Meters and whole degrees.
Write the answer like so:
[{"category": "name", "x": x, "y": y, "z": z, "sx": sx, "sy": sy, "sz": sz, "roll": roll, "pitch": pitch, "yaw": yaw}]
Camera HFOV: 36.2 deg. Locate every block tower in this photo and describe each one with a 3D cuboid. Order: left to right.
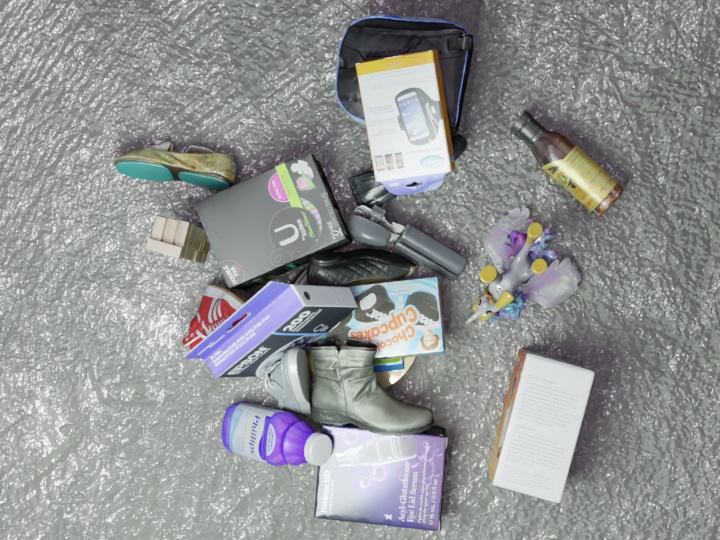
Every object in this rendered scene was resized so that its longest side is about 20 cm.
[{"category": "block tower", "x": -0.275, "y": -0.046, "z": 1.693, "sx": 0.054, "sy": 0.200, "sz": 0.058, "roll": 14, "pitch": 90, "yaw": 3}]

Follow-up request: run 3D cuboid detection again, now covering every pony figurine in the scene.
[{"category": "pony figurine", "x": 0.241, "y": -0.001, "z": 1.684, "sx": 0.193, "sy": 0.200, "sz": 0.167, "roll": -42, "pitch": 80, "yaw": -14}]

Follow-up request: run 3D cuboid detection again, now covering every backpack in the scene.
[{"category": "backpack", "x": 0.066, "y": -0.297, "z": 1.702, "sx": 0.198, "sy": 0.147, "sz": 0.185, "roll": 10, "pitch": 95, "yaw": 6}]

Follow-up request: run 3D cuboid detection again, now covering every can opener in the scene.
[{"category": "can opener", "x": 0.068, "y": -0.036, "z": 1.729, "sx": 0.199, "sy": 0.053, "sz": 0.067, "roll": 31, "pitch": 61, "yaw": -3}]

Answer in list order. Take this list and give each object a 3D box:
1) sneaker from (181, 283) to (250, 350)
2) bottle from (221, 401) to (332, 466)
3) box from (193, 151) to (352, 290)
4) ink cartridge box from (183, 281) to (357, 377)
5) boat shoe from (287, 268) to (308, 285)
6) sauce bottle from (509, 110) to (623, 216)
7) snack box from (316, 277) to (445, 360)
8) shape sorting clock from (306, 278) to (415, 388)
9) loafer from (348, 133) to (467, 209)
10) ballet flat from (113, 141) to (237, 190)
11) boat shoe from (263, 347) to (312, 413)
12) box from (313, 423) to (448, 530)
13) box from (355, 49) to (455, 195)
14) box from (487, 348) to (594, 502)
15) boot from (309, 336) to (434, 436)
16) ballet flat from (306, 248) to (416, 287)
[{"category": "sneaker", "x": -0.211, "y": 0.087, "z": 1.691, "sx": 0.071, "sy": 0.200, "sz": 0.113, "roll": 27, "pitch": 83, "yaw": -23}, {"category": "bottle", "x": -0.130, "y": 0.257, "z": 1.696, "sx": 0.199, "sy": 0.065, "sz": 0.084, "roll": 8, "pitch": 92, "yaw": 42}, {"category": "box", "x": -0.134, "y": -0.074, "z": 1.723, "sx": 0.199, "sy": 0.124, "sz": 0.150, "roll": -23, "pitch": 86, "yaw": 4}, {"category": "ink cartridge box", "x": -0.130, "y": 0.091, "z": 1.630, "sx": 0.198, "sy": 0.199, "sz": 0.044, "roll": -40, "pitch": 66, "yaw": 25}, {"category": "boat shoe", "x": -0.141, "y": 0.066, "z": 1.742, "sx": 0.062, "sy": 0.075, "sz": 0.200, "roll": 45, "pitch": 102, "yaw": 22}, {"category": "sauce bottle", "x": 0.320, "y": -0.170, "z": 1.729, "sx": 0.200, "sy": 0.066, "sz": 0.066, "roll": 42, "pitch": 92, "yaw": 6}, {"category": "snack box", "x": 0.029, "y": 0.080, "z": 1.711, "sx": 0.198, "sy": 0.037, "sz": 0.117, "roll": -7, "pitch": 79, "yaw": 9}, {"category": "shape sorting clock", "x": -0.001, "y": 0.097, "z": 1.754, "sx": 0.198, "sy": 0.039, "sz": 0.202, "roll": -2, "pitch": 79, "yaw": 10}, {"category": "loafer", "x": 0.074, "y": -0.166, "z": 1.739, "sx": 0.200, "sy": 0.068, "sz": 0.071, "roll": -29, "pitch": 97, "yaw": 6}, {"category": "ballet flat", "x": -0.294, "y": -0.174, "z": 1.771, "sx": 0.198, "sy": 0.071, "sz": 0.071, "roll": 9, "pitch": 89, "yaw": 4}, {"category": "boat shoe", "x": -0.114, "y": 0.175, "z": 1.683, "sx": 0.071, "sy": 0.201, "sz": 0.071, "roll": 0, "pitch": 65, "yaw": 2}, {"category": "box", "x": 0.033, "y": 0.314, "z": 1.716, "sx": 0.198, "sy": 0.104, "sz": 0.149, "roll": 4, "pitch": 90, "yaw": 3}, {"category": "box", "x": 0.069, "y": -0.216, "z": 1.621, "sx": 0.118, "sy": 0.041, "sz": 0.202, "roll": -6, "pitch": 104, "yaw": 18}, {"category": "box", "x": 0.272, "y": 0.232, "z": 1.678, "sx": 0.106, "sy": 0.152, "sz": 0.202, "roll": 15, "pitch": 89, "yaw": 4}, {"category": "boot", "x": 0.015, "y": 0.172, "z": 1.661, "sx": 0.198, "sy": 0.068, "sz": 0.132, "roll": 6, "pitch": 106, "yaw": 11}, {"category": "ballet flat", "x": 0.000, "y": 0.000, "z": 1.713, "sx": 0.199, "sy": 0.066, "sz": 0.057, "roll": -3, "pitch": 113, "yaw": -33}]
